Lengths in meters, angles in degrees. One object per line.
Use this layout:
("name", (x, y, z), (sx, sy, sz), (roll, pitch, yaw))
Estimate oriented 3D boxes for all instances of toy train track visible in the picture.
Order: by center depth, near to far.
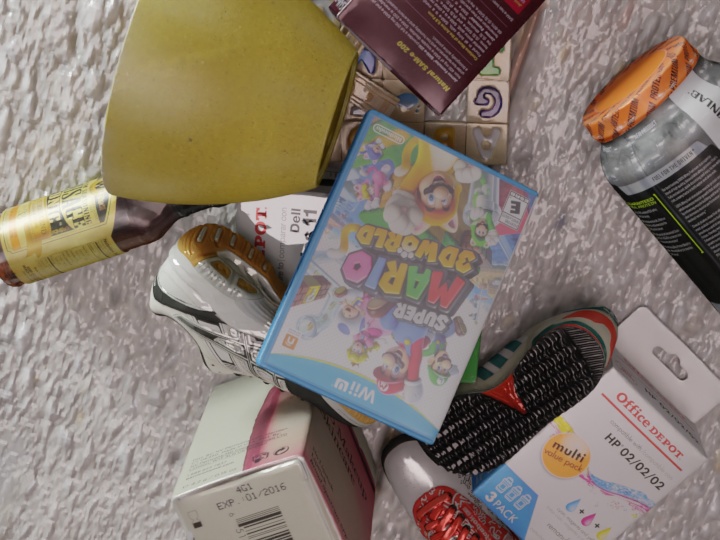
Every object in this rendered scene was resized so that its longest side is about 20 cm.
("toy train track", (0.000, -0.185, 1.036), (0.114, 0.033, 0.201), (32, 107, -7))

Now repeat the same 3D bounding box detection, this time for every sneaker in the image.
("sneaker", (-0.070, 0.053, 1.030), (0.200, 0.076, 0.088), (42, 124, -6))
("sneaker", (0.132, 0.094, 1.102), (0.070, 0.093, 0.200), (51, 126, 2))
("sneaker", (0.090, 0.230, 1.135), (0.067, 0.108, 0.202), (-35, 102, 14))

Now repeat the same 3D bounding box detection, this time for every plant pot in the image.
("plant pot", (-0.082, -0.128, 0.974), (0.141, 0.200, 0.202), (18, 109, 2))

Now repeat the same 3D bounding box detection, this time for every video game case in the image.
("video game case", (0.028, 0.005, 0.989), (0.142, 0.018, 0.201), (25, 84, -11))

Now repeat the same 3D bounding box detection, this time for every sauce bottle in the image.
("sauce bottle", (-0.199, -0.044, 1.090), (0.198, 0.066, 0.066), (-19, 106, 8))

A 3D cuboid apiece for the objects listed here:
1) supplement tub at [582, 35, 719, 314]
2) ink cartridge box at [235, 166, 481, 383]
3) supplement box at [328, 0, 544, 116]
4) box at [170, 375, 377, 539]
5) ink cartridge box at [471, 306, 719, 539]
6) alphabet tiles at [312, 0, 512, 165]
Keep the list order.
("supplement tub", (0.263, -0.067, 1.016), (0.122, 0.123, 0.200), (-40, 102, 15))
("ink cartridge box", (0.000, 0.000, 1.078), (0.198, 0.083, 0.148), (5, 108, 3))
("supplement box", (0.083, -0.225, 0.988), (0.109, 0.061, 0.200), (41, 97, -18))
("box", (-0.060, 0.169, 1.077), (0.108, 0.200, 0.129), (-20, 107, 10))
("ink cartridge box", (0.199, 0.140, 1.118), (0.115, 0.068, 0.200), (42, 106, -10))
("alphabet tiles", (0.018, -0.166, 1.061), (0.198, 0.008, 0.169), (1, 109, 3))
